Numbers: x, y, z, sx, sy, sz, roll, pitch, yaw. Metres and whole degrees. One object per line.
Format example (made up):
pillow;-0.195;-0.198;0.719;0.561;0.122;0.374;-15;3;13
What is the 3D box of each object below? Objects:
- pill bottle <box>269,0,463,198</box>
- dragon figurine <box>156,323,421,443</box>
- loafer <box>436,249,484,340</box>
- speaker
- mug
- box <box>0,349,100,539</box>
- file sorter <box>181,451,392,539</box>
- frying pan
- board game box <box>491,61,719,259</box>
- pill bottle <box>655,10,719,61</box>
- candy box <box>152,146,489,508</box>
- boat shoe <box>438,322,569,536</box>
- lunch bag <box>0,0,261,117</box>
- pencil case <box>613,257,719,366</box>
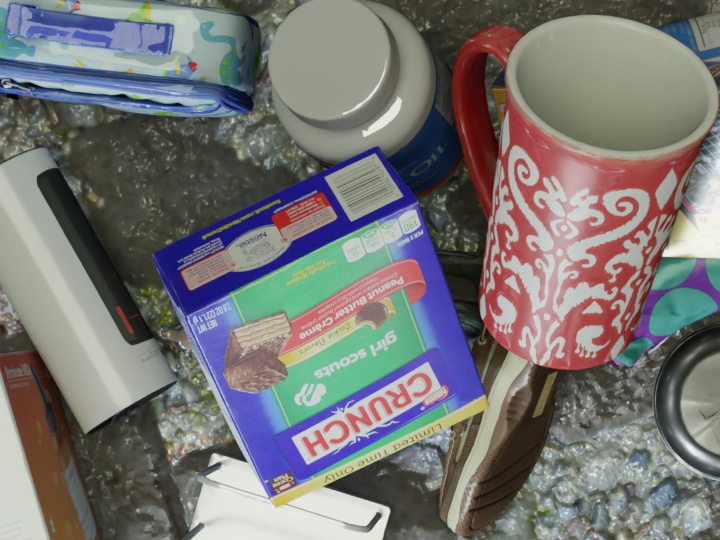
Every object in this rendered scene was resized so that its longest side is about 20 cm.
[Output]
pill bottle;0.003;-0.119;1.583;0.112;0.200;0.113;-3;79;15
dragon figurine;-0.046;0.062;1.672;0.199;0.099;0.059;19;91;-13
loafer;0.000;0.000;1.673;0.199;0.072;0.063;14;72;-2
speaker;-0.213;0.016;1.677;0.081;0.081;0.201;-30;86;4
mug;0.139;-0.058;1.504;0.133;0.201;0.178;-6;45;-14
box;-0.261;0.167;1.645;0.106;0.152;0.201;-17;88;6
file sorter;-0.075;0.248;1.642;0.138;0.125;0.201;16;91;5
frying pan;0.304;0.100;1.658;0.189;0.031;0.116;8;92;8
board game box;0.196;-0.073;1.555;0.199;0.035;0.136;3;124;26
pill bottle;0.275;-0.130;1.618;0.199;0.112;0.113;-13;88;6
candy box;-0.023;0.042;1.538;0.168;0.201;0.077;-26;44;-5
boat shoe;0.095;0.090;1.645;0.075;0.075;0.203;37;117;31
lunch bag;-0.175;-0.155;1.636;0.199;0.161;0.083;7;90;4
pencil case;0.251;-0.004;1.632;0.199;0.085;0.093;-22;106;3
